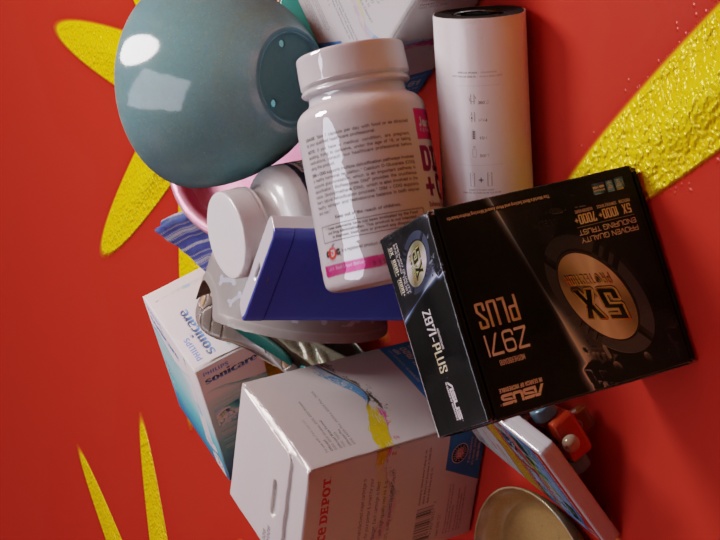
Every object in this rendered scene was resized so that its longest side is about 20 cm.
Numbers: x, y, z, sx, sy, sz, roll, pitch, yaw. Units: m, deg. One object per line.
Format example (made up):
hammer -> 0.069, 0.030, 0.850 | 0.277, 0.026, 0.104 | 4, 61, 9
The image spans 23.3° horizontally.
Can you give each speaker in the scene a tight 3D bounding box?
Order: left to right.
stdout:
speaker -> 0.105, -0.123, 1.479 | 0.081, 0.081, 0.202 | 21, 120, 58

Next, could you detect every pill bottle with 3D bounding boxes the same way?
pill bottle -> -0.038, -0.051, 1.647 | 0.111, 0.199, 0.112 | 34, 130, 53
pill bottle -> 0.008, -0.089, 1.484 | 0.113, 0.113, 0.202 | -14, 85, 62

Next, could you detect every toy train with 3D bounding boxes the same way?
toy train -> 0.135, 0.078, 1.503 | 0.201, 0.055, 0.150 | 56, 167, -10

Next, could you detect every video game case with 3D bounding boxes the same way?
video game case -> 0.134, 0.149, 1.522 | 0.200, 0.017, 0.143 | 38, 168, 51

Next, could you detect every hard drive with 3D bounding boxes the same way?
hard drive -> 0.000, 0.000, 1.597 | 0.132, 0.199, 0.025 | 113, 150, -48

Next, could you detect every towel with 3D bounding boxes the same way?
towel -> -0.126, 0.006, 1.905 | 0.200, 0.024, 0.145 | 42, 157, -17

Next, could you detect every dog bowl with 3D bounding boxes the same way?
dog bowl -> -0.065, 0.018, 1.742 | 0.200, 0.199, 0.059 | 26, 112, 56

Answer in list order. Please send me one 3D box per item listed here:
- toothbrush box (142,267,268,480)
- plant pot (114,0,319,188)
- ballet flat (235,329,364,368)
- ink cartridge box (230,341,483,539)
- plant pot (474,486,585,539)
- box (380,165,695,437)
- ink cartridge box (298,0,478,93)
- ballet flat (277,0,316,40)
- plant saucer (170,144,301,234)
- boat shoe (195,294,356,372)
toothbrush box -> -0.167, 0.120, 2.024 | 0.147, 0.085, 0.201 | 49, 161, 42
plant pot -> -0.110, -0.178, 1.626 | 0.134, 0.199, 0.202 | 2, 104, 42
ballet flat -> -0.053, 0.077, 1.802 | 0.199, 0.062, 0.067 | 35, 165, 7
ink cartridge box -> -0.005, 0.182, 1.681 | 0.145, 0.199, 0.148 | 46, 139, 44
plant pot -> 0.169, 0.292, 1.590 | 0.200, 0.027, 0.201 | 36, 132, 53
box -> 0.137, 0.023, 1.350 | 0.086, 0.199, 0.165 | -28, 76, 61
ink cartridge box -> 0.028, -0.263, 1.561 | 0.145, 0.084, 0.200 | 66, 152, 19
ballet flat -> -0.037, -0.201, 1.732 | 0.063, 0.068, 0.201 | 54, -159, -70
plant saucer -> -0.099, -0.118, 1.791 | 0.201, 0.200, 0.051 | 64, -170, 23
boat shoe -> -0.080, 0.069, 1.875 | 0.199, 0.073, 0.075 | 26, 90, 18
